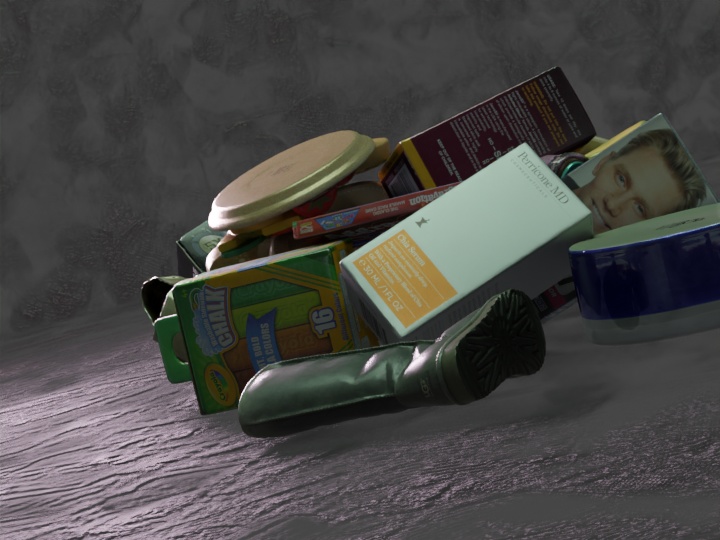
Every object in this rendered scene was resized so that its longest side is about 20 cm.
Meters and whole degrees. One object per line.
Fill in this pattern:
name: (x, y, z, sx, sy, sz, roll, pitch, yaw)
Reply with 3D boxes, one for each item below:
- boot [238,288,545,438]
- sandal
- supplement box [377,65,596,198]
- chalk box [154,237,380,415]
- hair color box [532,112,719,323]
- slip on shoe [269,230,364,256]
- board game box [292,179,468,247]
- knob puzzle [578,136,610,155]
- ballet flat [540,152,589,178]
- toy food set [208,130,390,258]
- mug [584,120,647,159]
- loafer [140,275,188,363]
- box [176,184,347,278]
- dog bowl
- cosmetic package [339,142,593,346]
boot: (0.027, 0.078, 1.341, 0.199, 0.073, 0.181, -20, -1, 33)
sandal: (-0.057, -0.019, 1.810, 0.210, 0.078, 0.070, -22, 36, -3)
supplement box: (0.131, -0.121, 1.798, 0.199, 0.086, 0.110, -27, -7, -17)
chalk box: (-0.097, 0.055, 1.596, 0.198, 0.126, 0.124, -14, 3, 11)
hair color box: (0.217, -0.045, 1.561, 0.199, 0.101, 0.060, -34, -9, 13)
slip on shoe: (0.000, 0.000, 1.718, 0.199, 0.061, 0.076, 29, 51, 19)
board game box: (0.046, -0.052, 1.613, 0.198, 0.020, 0.103, -12, -12, 28)
knob puzzle: (0.248, -0.081, 2.021, 0.217, 0.221, 0.031, -14, 45, 1)
ballet flat: (0.238, -0.061, 1.693, 0.199, 0.069, 0.071, 32, 0, -34)
toy food set: (-0.070, -0.085, 1.788, 0.196, 0.049, 0.200, -20, 18, 22)
mug: (0.267, -0.082, 1.914, 0.152, 0.187, 0.150, -21, 34, 21)
loafer: (-0.172, 0.061, 1.748, 0.068, 0.076, 0.200, 12, 13, -30)
box: (-0.105, -0.014, 1.964, 0.199, 0.086, 0.164, -34, -23, -21)
dog bowl: (0.272, -0.003, 1.404, 0.198, 0.080, 0.200, -15, 4, 1)
cosmetic package: (0.093, -0.009, 1.481, 0.199, 0.102, 0.071, -33, -33, -12)
